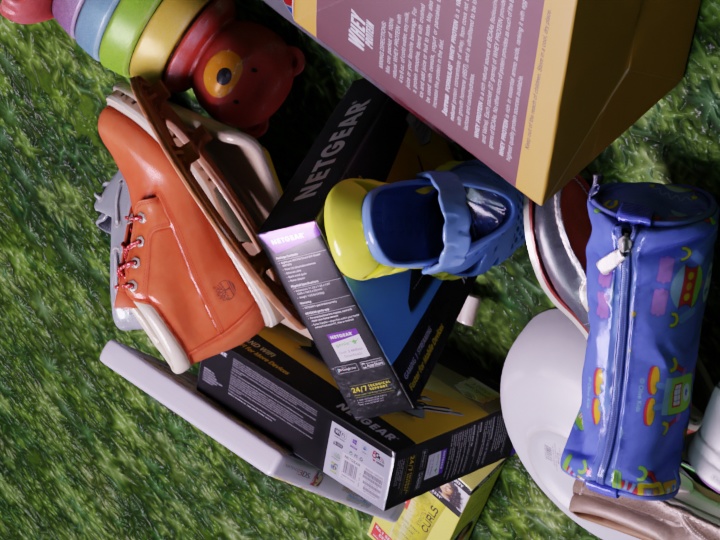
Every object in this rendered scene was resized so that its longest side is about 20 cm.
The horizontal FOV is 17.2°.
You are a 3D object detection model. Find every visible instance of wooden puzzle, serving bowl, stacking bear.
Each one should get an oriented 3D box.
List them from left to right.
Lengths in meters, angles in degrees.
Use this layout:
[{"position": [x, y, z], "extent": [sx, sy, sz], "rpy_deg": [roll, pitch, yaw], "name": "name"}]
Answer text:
[{"position": [-0.136, -0.177, 1.706], "extent": [0.200, 0.122, 0.114], "rpy_deg": [35, -171, 6], "name": "stacking bear"}, {"position": [-0.091, -0.045, 1.745], "extent": [0.185, 0.037, 0.201], "rpy_deg": [26, 147, 53], "name": "wooden puzzle"}, {"position": [0.168, 0.125, 1.669], "extent": [0.200, 0.066, 0.201], "rpy_deg": [37, 151, 25], "name": "serving bowl"}]

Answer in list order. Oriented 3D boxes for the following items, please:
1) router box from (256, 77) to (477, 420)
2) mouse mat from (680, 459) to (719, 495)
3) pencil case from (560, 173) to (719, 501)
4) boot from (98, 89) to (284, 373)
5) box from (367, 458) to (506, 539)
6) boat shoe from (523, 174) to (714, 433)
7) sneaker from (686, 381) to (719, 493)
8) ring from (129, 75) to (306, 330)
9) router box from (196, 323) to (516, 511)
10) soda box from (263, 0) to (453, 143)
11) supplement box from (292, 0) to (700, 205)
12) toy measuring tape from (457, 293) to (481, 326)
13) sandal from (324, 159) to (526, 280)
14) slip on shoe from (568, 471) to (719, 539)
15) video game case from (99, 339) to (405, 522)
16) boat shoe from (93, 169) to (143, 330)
[{"position": [0.014, -0.021, 1.572], "extent": [0.051, 0.200, 0.150], "rpy_deg": [-14, 118, 29], "name": "router box"}, {"position": [0.303, 0.188, 1.534], "extent": [0.200, 0.008, 0.161], "rpy_deg": [31, 174, 33], "name": "mouse mat"}, {"position": [0.169, 0.043, 1.458], "extent": [0.078, 0.087, 0.201], "rpy_deg": [15, 110, 29], "name": "pencil case"}, {"position": [-0.143, -0.026, 1.674], "extent": [0.201, 0.107, 0.075], "rpy_deg": [57, 172, -1], "name": "boot"}, {"position": [0.060, 0.180, 1.920], "extent": [0.075, 0.050, 0.200], "rpy_deg": [42, 153, 13], "name": "box"}, {"position": [0.168, 0.020, 1.530], "extent": [0.062, 0.071, 0.201], "rpy_deg": [-10, 112, 46], "name": "boat shoe"}, {"position": [0.300, 0.118, 1.446], "extent": [0.199, 0.075, 0.100], "rpy_deg": [23, 111, 15], "name": "sneaker"}, {"position": [-0.087, -0.048, 1.563], "extent": [0.201, 0.019, 0.200], "rpy_deg": [56, -177, -4], "name": "ring"}, {"position": [0.002, 0.091, 1.772], "extent": [0.199, 0.157, 0.053], "rpy_deg": [30, 121, 34], "name": "router box"}, {"position": [0.010, -0.173, 1.524], "extent": [0.200, 0.070, 0.064], "rpy_deg": [38, 152, 21], "name": "soda box"}, {"position": [0.078, -0.187, 1.333], "extent": [0.200, 0.133, 0.198], "rpy_deg": [38, 151, 22], "name": "supplement box"}, {"position": [0.000, 0.000, 1.752], "extent": [0.200, 0.073, 0.074], "rpy_deg": [24, 144, 46], "name": "toy measuring tape"}, {"position": [0.065, -0.032, 1.510], "extent": [0.087, 0.200, 0.080], "rpy_deg": [-7, 95, 34], "name": "sandal"}, {"position": [0.225, 0.176, 1.534], "extent": [0.199, 0.061, 0.076], "rpy_deg": [32, 174, 20], "name": "slip on shoe"}, {"position": [-0.082, 0.125, 1.844], "extent": [0.200, 0.023, 0.182], "rpy_deg": [31, -178, 36], "name": "video game case"}, {"position": [-0.175, -0.046, 1.856], "extent": [0.070, 0.071, 0.202], "rpy_deg": [52, -152, -59], "name": "boat shoe"}]
